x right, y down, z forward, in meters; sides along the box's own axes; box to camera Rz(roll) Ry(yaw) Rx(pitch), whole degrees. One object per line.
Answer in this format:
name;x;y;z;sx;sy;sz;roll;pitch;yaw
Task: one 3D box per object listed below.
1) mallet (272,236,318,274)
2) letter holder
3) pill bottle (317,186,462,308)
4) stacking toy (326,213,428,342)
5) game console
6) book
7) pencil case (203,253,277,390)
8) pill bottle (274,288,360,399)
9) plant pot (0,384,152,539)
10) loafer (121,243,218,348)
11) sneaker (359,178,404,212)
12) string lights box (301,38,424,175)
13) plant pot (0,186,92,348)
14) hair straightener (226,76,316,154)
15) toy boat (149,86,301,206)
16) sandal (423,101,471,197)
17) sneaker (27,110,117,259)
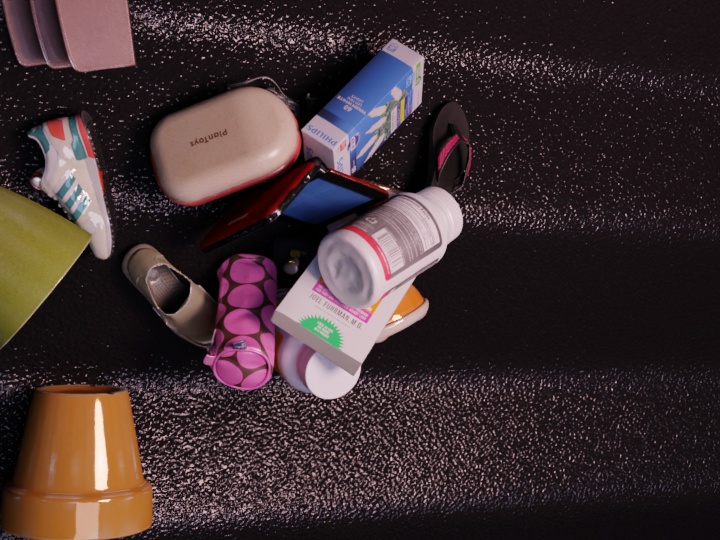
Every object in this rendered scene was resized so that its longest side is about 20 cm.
mallet;-0.101;-0.018;1.667;0.066;0.200;0.041;8;98;5
letter holder;-0.364;-0.348;1.486;0.142;0.101;0.201;-11;111;-20
pill bottle;0.046;-0.038;1.633;0.200;0.110;0.111;-32;120;-38
stacking toy;0.000;0.000;1.779;0.146;0.146;0.201;-26;97;-15
game console;-0.091;-0.066;1.637;0.119;0.200;0.172;48;56;-15
book;-0.019;0.035;1.650;0.133;0.200;0.048;32;136;1
pencil case;-0.162;0.064;1.669;0.093;0.200;0.091;8;130;-8
pill bottle;-0.076;0.106;1.714;0.111;0.200;0.111;-8;110;-22
plant pot;-0.379;0.251;1.638;0.200;0.200;0.184;1;91;-25
loafer;-0.250;0.047;1.688;0.076;0.068;0.200;-48;120;-4
sneaker;0.043;-0.063;1.788;0.200;0.071;0.113;18;95;-31
string lights box;0.004;-0.212;1.670;0.200;0.059;0.103;-49;160;-23
plant pot;-0.470;-0.035;1.511;0.200;0.187;0.187;41;87;-13
hair straightener;-0.097;-0.217;1.695;0.200;0.041;0.077;29;93;-25
toy boat;-0.174;-0.157;1.634;0.199;0.131;0.131;-19;73;7
sandal;0.132;-0.152;1.779;0.075;0.045;0.201;22;71;-36
sneaker;-0.377;-0.106;1.588;0.093;0.070;0.200;-10;114;-3
